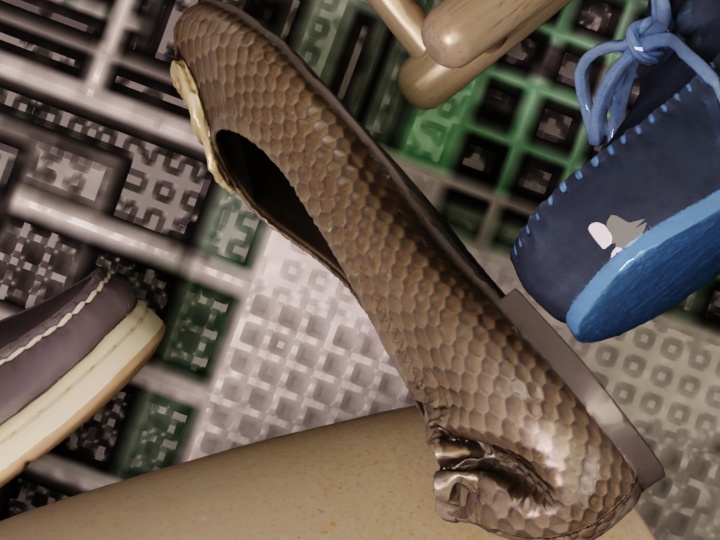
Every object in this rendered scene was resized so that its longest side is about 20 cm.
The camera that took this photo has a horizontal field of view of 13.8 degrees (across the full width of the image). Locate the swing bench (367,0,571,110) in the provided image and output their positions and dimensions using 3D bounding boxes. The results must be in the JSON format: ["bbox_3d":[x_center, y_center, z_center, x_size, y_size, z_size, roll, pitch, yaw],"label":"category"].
[{"bbox_3d":[0.036,-0.179,0.718,0.200,0.130,0.199,-37,91,-3],"label":"swing bench"}]

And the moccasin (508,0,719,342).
[{"bbox_3d":[0.092,-0.047,0.715,0.068,0.200,0.080,49,134,7],"label":"moccasin"}]

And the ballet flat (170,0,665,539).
[{"bbox_3d":[0.000,0.000,0.710,0.046,0.067,0.200,-40,50,-1],"label":"ballet flat"}]

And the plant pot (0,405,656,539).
[{"bbox_3d":[-0.021,0.119,0.719,0.200,0.187,0.187,-30,92,-12],"label":"plant pot"}]

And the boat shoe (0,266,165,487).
[{"bbox_3d":[-0.146,0.047,0.759,0.200,0.072,0.065,-29,96,8],"label":"boat shoe"}]
